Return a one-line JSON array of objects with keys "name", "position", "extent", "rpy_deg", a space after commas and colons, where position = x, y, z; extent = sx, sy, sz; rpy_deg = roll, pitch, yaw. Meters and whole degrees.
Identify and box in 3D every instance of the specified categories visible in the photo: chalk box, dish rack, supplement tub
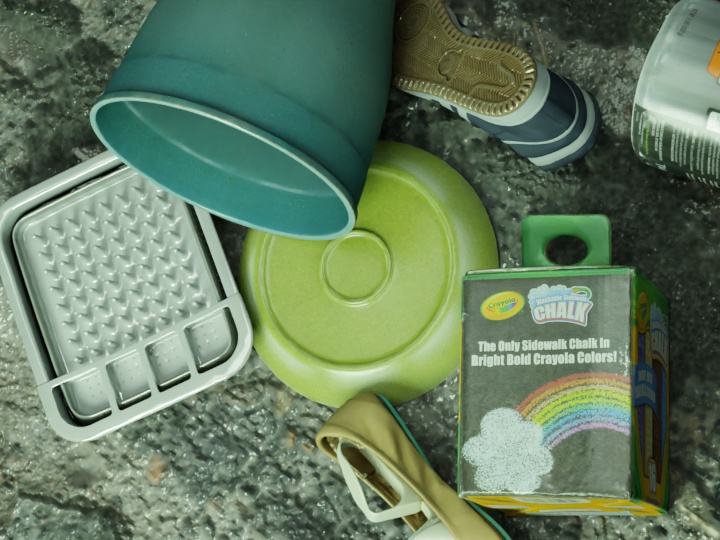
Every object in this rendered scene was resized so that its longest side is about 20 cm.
[{"name": "chalk box", "position": [0.141, 0.063, 1.691], "extent": [0.124, 0.124, 0.201], "rpy_deg": [-1, 78, 18]}, {"name": "dish rack", "position": [-0.173, 0.014, 1.840], "extent": [0.171, 0.044, 0.201], "rpy_deg": [-25, 73, 12]}, {"name": "supplement tub", "position": [0.294, -0.103, 1.675], "extent": [0.199, 0.123, 0.123], "rpy_deg": [19, 86, 19]}]

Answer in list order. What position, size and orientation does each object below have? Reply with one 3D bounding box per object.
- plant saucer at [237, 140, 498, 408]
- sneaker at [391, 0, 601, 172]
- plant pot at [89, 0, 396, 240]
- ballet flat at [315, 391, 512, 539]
[{"name": "plant saucer", "position": [0.000, 0.000, 1.795], "extent": [0.199, 0.031, 0.201], "rpy_deg": [-3, 79, 17]}, {"name": "sneaker", "position": [0.091, -0.133, 1.780], "extent": [0.200, 0.108, 0.070], "rpy_deg": [34, 94, 50]}, {"name": "plant pot", "position": [-0.063, -0.151, 1.744], "extent": [0.199, 0.200, 0.189], "rpy_deg": [16, 71, 19]}, {"name": "ballet flat", "position": [0.041, 0.172, 1.728], "extent": [0.063, 0.069, 0.200], "rpy_deg": [-29, 61, -25]}]
